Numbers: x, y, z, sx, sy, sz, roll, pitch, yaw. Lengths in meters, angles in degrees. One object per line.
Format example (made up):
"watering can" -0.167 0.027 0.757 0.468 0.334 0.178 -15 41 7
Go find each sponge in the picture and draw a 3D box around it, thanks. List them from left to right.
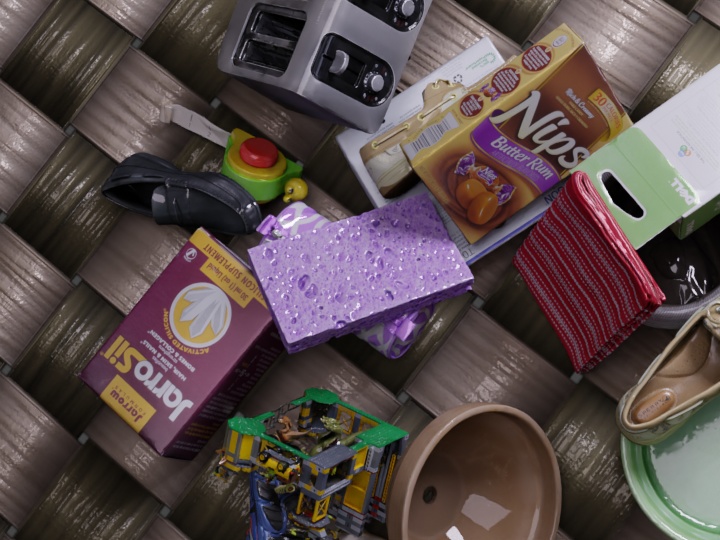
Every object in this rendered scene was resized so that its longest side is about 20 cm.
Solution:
"sponge" 0.000 0.000 1.283 0.198 0.030 0.112 -19 63 -14

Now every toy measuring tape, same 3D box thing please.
"toy measuring tape" -0.146 -0.122 1.399 0.199 0.074 0.074 28 85 13

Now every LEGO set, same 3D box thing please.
"LEGO set" -0.049 0.204 1.261 0.153 0.200 0.117 19 107 20

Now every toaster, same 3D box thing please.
"toaster" -0.039 -0.257 1.352 0.199 0.118 0.182 24 90 49

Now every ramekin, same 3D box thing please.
"ramekin" 0.345 0.168 1.225 0.198 0.098 0.202 -2 78 12

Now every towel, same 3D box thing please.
"towel" 0.209 0.007 1.240 0.022 0.200 0.145 -23 73 -20

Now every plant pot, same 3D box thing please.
"plant pot" 0.092 0.223 1.249 0.092 0.200 0.203 4 75 54

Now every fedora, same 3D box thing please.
"fedora" 0.298 -0.031 1.280 0.176 0.090 0.201 -31 67 3

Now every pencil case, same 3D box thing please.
"pencil case" -0.017 0.007 1.342 0.199 0.086 0.084 35 86 15

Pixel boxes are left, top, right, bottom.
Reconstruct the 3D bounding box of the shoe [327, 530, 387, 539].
"shoe" 0.039 0.311 1.282 0.198 0.053 0.070 22 83 15

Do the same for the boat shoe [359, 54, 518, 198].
"boat shoe" 0.084 -0.158 1.317 0.199 0.074 0.067 -38 79 2

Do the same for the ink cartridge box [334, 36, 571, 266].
"ink cartridge box" 0.104 -0.109 1.363 0.199 0.041 0.201 -32 74 4

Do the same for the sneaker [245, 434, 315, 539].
"sneaker" -0.090 0.263 1.310 0.078 0.075 0.202 -33 51 44

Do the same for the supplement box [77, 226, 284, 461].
"supplement box" -0.171 0.078 1.349 0.131 0.103 0.200 39 89 15

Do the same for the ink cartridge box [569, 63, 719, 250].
"ink cartridge box" 0.306 -0.102 1.219 0.199 0.059 0.104 -35 68 -3

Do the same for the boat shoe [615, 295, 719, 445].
"boat shoe" 0.311 0.080 1.166 0.200 0.063 0.073 -46 72 0

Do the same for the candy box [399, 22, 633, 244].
"candy box" 0.151 -0.131 1.266 0.199 0.117 0.057 -37 34 7

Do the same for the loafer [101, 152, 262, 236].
"loafer" -0.190 -0.071 1.378 0.199 0.069 0.070 19 47 32
